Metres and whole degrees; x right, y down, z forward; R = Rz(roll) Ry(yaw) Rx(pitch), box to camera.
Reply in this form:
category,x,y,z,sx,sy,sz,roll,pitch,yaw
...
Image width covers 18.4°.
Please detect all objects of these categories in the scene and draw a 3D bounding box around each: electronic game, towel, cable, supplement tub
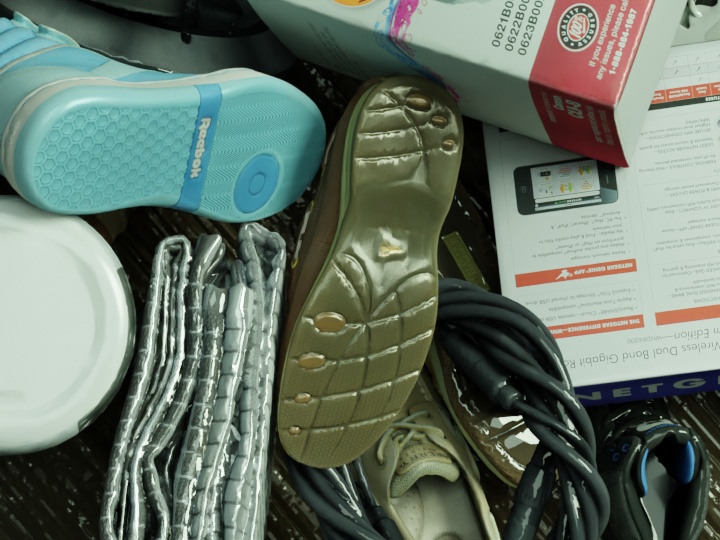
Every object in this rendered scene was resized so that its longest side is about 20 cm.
category,x,y,z,sx,sy,sz,roll,pitch,yaw
electronic game,-0.127,-0.147,1.210,0.199,0.200,0.042,20,114,-4
towel,-0.088,0.089,1.144,0.085,0.166,0.201,6,72,-1
cable,0.039,0.088,1.132,0.163,0.051,0.201,-27,71,29
supplement tub,-0.178,0.031,1.116,0.122,0.200,0.123,1,86,-10

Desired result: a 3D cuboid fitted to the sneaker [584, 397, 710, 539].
category,x,y,z,sx,sy,sz,roll,pitch,yaw
sneaker,0.150,0.075,1.217,0.073,0.112,0.201,-7,76,-14

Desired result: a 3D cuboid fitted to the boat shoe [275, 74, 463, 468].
category,x,y,z,sx,sy,sz,roll,pitch,yaw
boat shoe,0.000,0.000,1.124,0.072,0.068,0.201,13,93,-20

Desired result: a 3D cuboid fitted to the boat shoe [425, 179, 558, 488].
category,x,y,z,sx,sy,sz,roll,pitch,yaw
boat shoe,0.057,0.031,1.233,0.071,0.076,0.201,-18,78,-20

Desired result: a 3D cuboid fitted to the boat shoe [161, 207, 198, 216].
category,x,y,z,sx,sy,sz,roll,pitch,yaw
boat shoe,-0.154,-0.065,1.158,0.199,0.072,0.071,22,58,-1

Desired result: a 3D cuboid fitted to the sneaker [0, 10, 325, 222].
category,x,y,z,sx,sy,sz,roll,pitch,yaw
sneaker,-0.119,-0.081,1.095,0.199,0.130,0.080,3,111,-48

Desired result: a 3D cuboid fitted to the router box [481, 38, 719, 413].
category,x,y,z,sx,sy,sz,roll,pitch,yaw
router box,0.169,-0.027,1.174,0.199,0.049,0.181,-7,73,7

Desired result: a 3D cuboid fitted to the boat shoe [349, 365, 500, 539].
category,x,y,z,sx,sy,sz,roll,pitch,yaw
boat shoe,0.030,0.105,1.211,0.072,0.065,0.201,-20,78,-15

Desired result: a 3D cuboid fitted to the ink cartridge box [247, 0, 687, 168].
category,x,y,z,sx,sy,sz,roll,pitch,yaw
ink cartridge box,0.062,-0.161,1.119,0.199,0.145,0.146,19,85,13

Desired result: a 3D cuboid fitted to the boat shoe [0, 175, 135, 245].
category,x,y,z,sx,sy,sz,roll,pitch,yaw
boat shoe,-0.216,-0.065,1.208,0.199,0.076,0.072,22,60,-2

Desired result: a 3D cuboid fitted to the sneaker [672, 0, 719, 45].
category,x,y,z,sx,sy,sz,roll,pitch,yaw
sneaker,0.177,-0.131,1.269,0.199,0.076,0.116,21,96,19

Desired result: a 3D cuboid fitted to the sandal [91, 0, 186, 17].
category,x,y,z,sx,sy,sz,roll,pitch,yaw
sandal,-0.140,-0.187,1.175,0.075,0.200,0.045,10,116,-27
